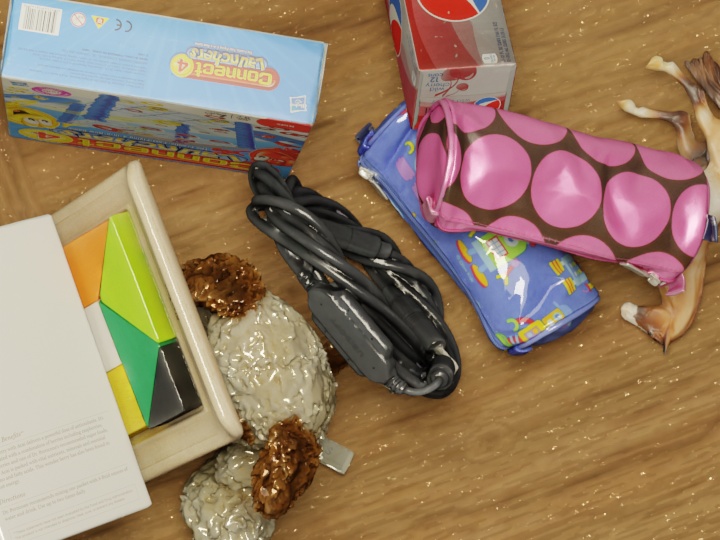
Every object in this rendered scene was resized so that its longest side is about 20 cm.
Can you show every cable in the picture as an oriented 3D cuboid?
[{"bbox_3d":[0.000,0.000,1.647,0.051,0.163,0.200,-43,85,19],"label":"cable"}]

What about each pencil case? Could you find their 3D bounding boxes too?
[{"bbox_3d":[0.131,-0.048,1.634,0.200,0.091,0.094,13,82,-15],"label":"pencil case"},{"bbox_3d":[0.076,-0.033,1.697,0.087,0.078,0.200,-36,87,-12],"label":"pencil case"}]

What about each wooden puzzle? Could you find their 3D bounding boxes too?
[{"bbox_3d":[-0.163,0.046,1.601,0.037,0.200,0.185,-17,83,-37],"label":"wooden puzzle"}]

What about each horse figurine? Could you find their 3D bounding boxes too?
[{"bbox_3d":[0.219,-0.060,1.731,0.132,0.050,0.200,36,77,-4],"label":"horse figurine"}]

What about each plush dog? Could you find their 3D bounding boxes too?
[{"bbox_3d":[-0.064,0.075,1.617,0.160,0.172,0.200,-23,84,-10],"label":"plush dog"}]

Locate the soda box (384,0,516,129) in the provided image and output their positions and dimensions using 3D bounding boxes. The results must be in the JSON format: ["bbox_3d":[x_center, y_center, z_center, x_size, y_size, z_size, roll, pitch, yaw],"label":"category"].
[{"bbox_3d":[0.053,-0.192,1.685,0.070,0.063,0.200,-4,54,-8],"label":"soda box"}]

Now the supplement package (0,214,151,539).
[{"bbox_3d":[-0.241,0.083,1.584,0.121,0.120,0.200,-17,87,-43],"label":"supplement package"}]

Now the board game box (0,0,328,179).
[{"bbox_3d":[-0.132,-0.117,1.626,0.200,0.196,0.056,9,81,-5],"label":"board game box"}]
